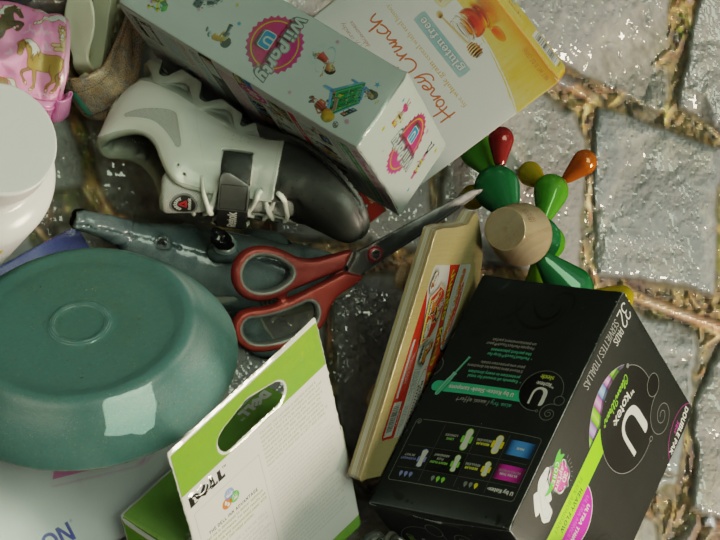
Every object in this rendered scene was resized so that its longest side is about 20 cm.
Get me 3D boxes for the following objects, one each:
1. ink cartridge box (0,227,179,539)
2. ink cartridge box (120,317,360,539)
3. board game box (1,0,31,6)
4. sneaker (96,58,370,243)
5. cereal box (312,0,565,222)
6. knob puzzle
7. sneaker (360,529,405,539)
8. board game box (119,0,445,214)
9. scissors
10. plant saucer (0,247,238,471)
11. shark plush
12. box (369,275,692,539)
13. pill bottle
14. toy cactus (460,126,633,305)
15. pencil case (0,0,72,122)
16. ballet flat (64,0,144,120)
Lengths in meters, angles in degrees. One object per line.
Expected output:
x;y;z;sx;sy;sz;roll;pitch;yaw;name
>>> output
-0.212;0.094;1.628;0.196;0.043;0.201;-31;94;-30;ink cartridge box
-0.084;0.130;1.598;0.148;0.076;0.201;-41;141;-30;ink cartridge box
-0.242;-0.291;1.676;0.104;0.103;0.201;24;67;-20;board game box
-0.090;-0.058;1.645;0.199;0.074;0.089;29;60;18;sneaker
0.026;-0.137;1.735;0.144;0.200;0.040;50;22;-6;cereal box
0.040;0.050;1.713;0.030;0.220;0.221;18;64;15;knob puzzle
0.026;0.209;1.640;0.077;0.199;0.082;16;57;-54;sneaker
-0.051;-0.130;1.645;0.199;0.148;0.064;32;83;18;board game box
0.000;0.000;1.682;0.199;0.014;0.074;-16;100;-19;scissors
-0.179;0.045;1.572;0.198;0.036;0.201;-2;42;1;plant saucer
-0.102;-0.019;1.689;0.199;0.083;0.091;29;66;-19;shark plush
0.122;0.129;1.716;0.149;0.124;0.201;54;54;-42;box
-0.255;-0.049;1.546;0.104;0.200;0.105;8;69;-23;pill bottle
0.135;-0.025;1.781;0.102;0.165;0.201;-27;79;14;toy cactus
-0.289;-0.147;1.620;0.199;0.083;0.087;8;84;-23;pencil case
-0.174;-0.206;1.702;0.067;0.068;0.201;33;57;-56;ballet flat
